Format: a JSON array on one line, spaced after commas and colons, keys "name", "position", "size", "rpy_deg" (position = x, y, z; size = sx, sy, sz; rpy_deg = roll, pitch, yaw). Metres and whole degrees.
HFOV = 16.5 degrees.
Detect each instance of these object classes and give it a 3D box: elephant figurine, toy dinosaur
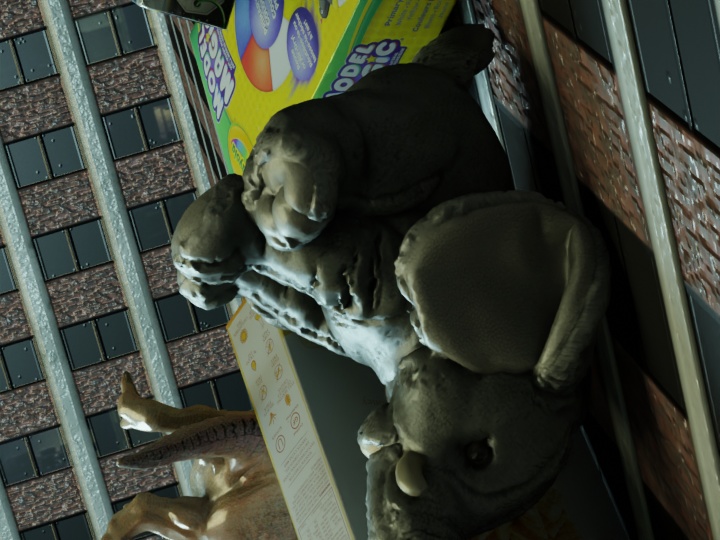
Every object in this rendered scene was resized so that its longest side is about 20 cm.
[{"name": "elephant figurine", "position": [0.036, 0.030, 0.922], "size": [0.200, 0.155, 0.141], "rpy_deg": [46, -157, 14]}, {"name": "toy dinosaur", "position": [-0.030, 0.101, 1.045], "size": [0.200, 0.135, 0.086], "rpy_deg": [62, -145, -54]}]

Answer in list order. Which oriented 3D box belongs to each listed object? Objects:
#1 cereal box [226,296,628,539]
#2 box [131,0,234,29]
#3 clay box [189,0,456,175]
[{"name": "cereal box", "position": [0.038, 0.095, 0.989], "size": [0.040, 0.143, 0.201], "rpy_deg": [-53, 44, 35]}, {"name": "box", "position": [-0.065, -0.176, 1.045], "size": [0.200, 0.040, 0.138], "rpy_deg": [-135, 60, -78]}, {"name": "clay box", "position": [-0.021, -0.103, 1.036], "size": [0.200, 0.047, 0.115], "rpy_deg": [119, 142, -46]}]
